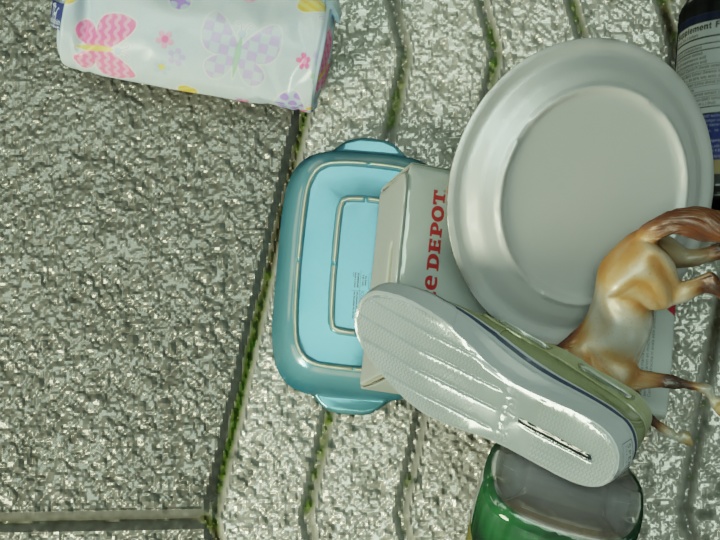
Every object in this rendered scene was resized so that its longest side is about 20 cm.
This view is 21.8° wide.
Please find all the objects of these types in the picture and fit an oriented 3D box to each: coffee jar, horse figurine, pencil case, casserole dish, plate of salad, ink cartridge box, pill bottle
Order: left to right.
[{"bbox_3d":[-0.115,-0.172,1.330,0.199,0.083,0.091,12,101,1],"label":"pencil case"},{"bbox_3d":[0.000,0.000,1.320,0.120,0.039,0.202,4,80,0],"label":"casserole dish"},{"bbox_3d":[0.108,0.019,1.272,0.199,0.083,0.147,9,79,-13],"label":"ink cartridge box"},{"bbox_3d":[0.106,0.204,1.207,0.104,0.201,0.086,16,40,2],"label":"coffee jar"},{"bbox_3d":[0.141,-0.051,1.216,0.199,0.048,0.202,-5,103,-24],"label":"plate of salad"},{"bbox_3d":[0.185,0.034,1.194,0.132,0.050,0.201,19,113,-8],"label":"horse figurine"},{"bbox_3d":[0.276,-0.134,1.311,0.111,0.112,0.201,7,78,1],"label":"pill bottle"}]

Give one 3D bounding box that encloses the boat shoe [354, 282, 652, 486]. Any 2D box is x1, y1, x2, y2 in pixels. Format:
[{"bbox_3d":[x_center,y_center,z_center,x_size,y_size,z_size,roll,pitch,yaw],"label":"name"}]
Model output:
[{"bbox_3d":[0.088,0.067,1.166,0.199,0.062,0.072,32,124,19],"label":"boat shoe"}]
